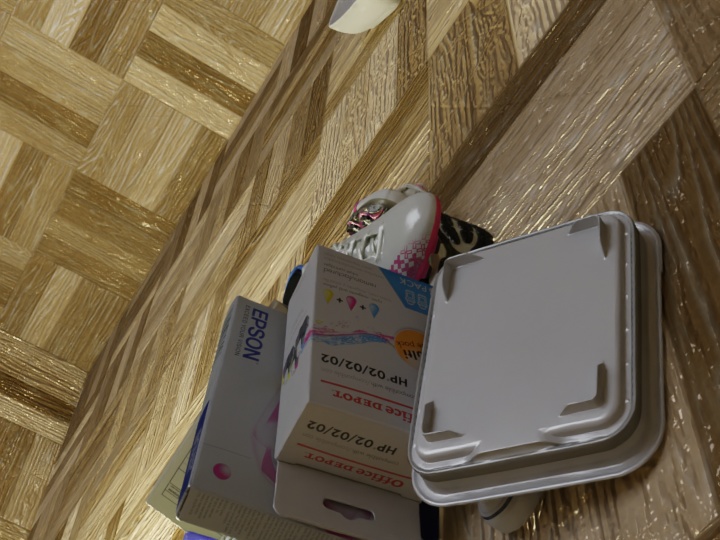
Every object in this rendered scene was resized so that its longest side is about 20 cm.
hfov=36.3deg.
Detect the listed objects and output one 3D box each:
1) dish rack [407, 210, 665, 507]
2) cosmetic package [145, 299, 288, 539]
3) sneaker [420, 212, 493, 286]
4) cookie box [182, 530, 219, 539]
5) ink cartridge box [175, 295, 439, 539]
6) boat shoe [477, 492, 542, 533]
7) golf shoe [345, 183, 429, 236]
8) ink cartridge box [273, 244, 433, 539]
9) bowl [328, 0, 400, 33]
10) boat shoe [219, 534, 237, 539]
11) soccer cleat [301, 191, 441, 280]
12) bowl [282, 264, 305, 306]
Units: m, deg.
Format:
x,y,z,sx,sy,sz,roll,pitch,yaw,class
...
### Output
x,y,z,sx,sy,sz,roll,pitch,yaw,class
0.106,0.045,0.699,0.169,0.044,0.202,-16,42,28,dish rack
-0.094,0.142,0.968,0.201,0.103,0.087,-54,4,24,cosmetic package
0.069,0.015,0.953,0.201,0.076,0.090,-88,21,-61,sneaker
-0.095,0.321,0.828,0.169,0.075,0.203,4,63,37,cookie box
-0.022,0.125,0.809,0.198,0.197,0.044,-84,18,-52,ink cartridge box
0.093,0.084,0.763,0.074,0.065,0.202,-48,22,39,boat shoe
0.033,-0.054,1.075,0.093,0.072,0.200,-64,-5,-10,golf shoe
0.005,0.086,0.781,0.202,0.113,0.068,-89,23,-48,ink cartridge box
0.034,-0.503,1.885,0.203,0.074,0.199,-66,16,-15,bowl
-0.078,0.213,0.767,0.075,0.085,0.204,-57,38,38,boat shoe
0.000,0.000,0.928,0.201,0.085,0.071,125,155,-49,soccer cleat
-0.050,0.090,1.107,0.200,0.039,0.205,-178,90,-75,bowl
